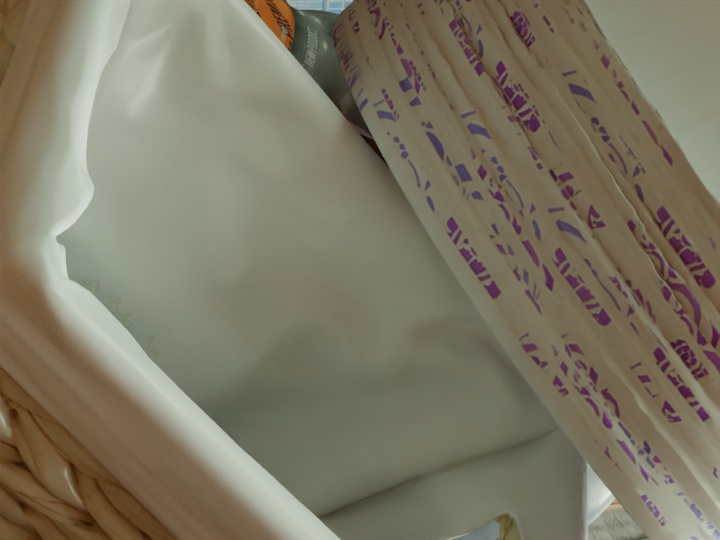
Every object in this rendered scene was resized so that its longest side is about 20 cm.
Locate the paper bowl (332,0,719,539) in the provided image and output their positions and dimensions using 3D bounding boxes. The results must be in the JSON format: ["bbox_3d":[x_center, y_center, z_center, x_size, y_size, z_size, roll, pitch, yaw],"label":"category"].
[{"bbox_3d":[0.089,-0.015,0.613,0.201,0.104,0.201,54,10,-14],"label":"paper bowl"}]

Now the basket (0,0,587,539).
[{"bbox_3d":[-0.048,0.039,0.544,0.200,0.123,0.136,47,31,-30],"label":"basket"}]

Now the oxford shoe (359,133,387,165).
[{"bbox_3d":[-0.068,-0.032,0.613,0.071,0.200,0.072,-163,-98,-72],"label":"oxford shoe"}]

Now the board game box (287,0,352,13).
[{"bbox_3d":[-0.059,-0.169,0.842,0.200,0.062,0.200,-5,97,-39],"label":"board game box"}]

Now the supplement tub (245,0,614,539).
[{"bbox_3d":[0.000,0.000,0.748,0.200,0.122,0.123,40,25,-29],"label":"supplement tub"}]
